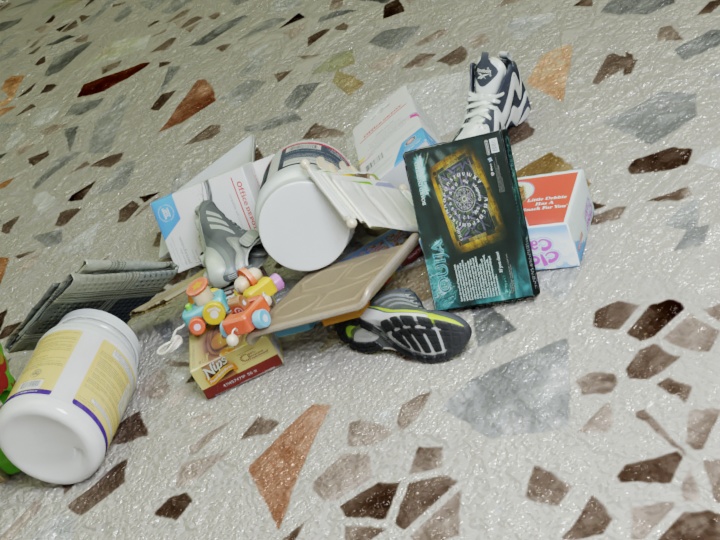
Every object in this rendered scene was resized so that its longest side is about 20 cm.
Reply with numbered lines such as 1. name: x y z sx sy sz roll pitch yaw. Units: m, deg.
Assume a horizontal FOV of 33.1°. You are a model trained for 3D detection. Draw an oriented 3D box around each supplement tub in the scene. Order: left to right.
1. supplement tub: -0.376 0.161 1.589 0.144 0.146 0.201 -14 33 22
2. supplement tub: -0.074 -0.091 1.676 0.139 0.142 0.200 -23 19 8

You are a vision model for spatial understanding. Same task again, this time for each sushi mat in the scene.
1. sushi mat: -0.240 0.015 1.750 0.095 0.012 0.199 -18 11 43

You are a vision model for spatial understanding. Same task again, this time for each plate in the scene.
1. plate: -0.240 -0.115 1.973 0.199 0.032 0.201 -35 29 16

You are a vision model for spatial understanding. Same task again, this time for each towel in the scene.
1. towel: -0.379 0.047 1.699 0.192 0.035 0.199 -41 -20 31

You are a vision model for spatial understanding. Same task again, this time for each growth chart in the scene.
1. growth chart: 0.020 -0.092 1.594 0.018 0.198 0.145 -54 49 26

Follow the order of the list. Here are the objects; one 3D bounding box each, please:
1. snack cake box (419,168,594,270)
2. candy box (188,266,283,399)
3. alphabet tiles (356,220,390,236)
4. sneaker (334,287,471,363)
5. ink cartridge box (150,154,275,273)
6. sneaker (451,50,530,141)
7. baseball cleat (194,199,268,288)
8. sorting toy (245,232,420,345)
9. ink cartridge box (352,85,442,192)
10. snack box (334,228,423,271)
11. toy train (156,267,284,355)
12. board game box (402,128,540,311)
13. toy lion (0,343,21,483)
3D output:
1. snack cake box: 0.186 -0.058 1.534 0.198 0.068 0.115 -6 35 27
2. candy box: -0.171 0.075 1.640 0.114 0.056 0.201 -25 30 6
3. alphabet tiles: 0.070 -0.122 1.782 0.200 0.015 0.195 -42 34 -22
4. sneaker: 0.057 0.056 1.475 0.198 0.074 0.081 8 42 42
5. ink cartridge box: -0.202 -0.088 1.836 0.198 0.117 0.068 -21 7 13
6. sneaker: 0.176 -0.244 1.750 0.079 0.131 0.199 17 46 40
7. baseball cleat: -0.182 -0.042 1.722 0.105 0.070 0.201 -15 38 -1
8. sorting toy: -0.030 0.029 1.525 0.198 0.037 0.185 -21 15 31
9. ink cartridge box: 0.057 -0.177 1.766 0.115 0.068 0.201 -39 28 16
10. snack box: 0.000 0.000 1.647 0.199 0.024 0.072 -32 30 -6
11. toy train: -0.180 0.045 1.544 0.198 0.056 0.150 -15 22 39
12. board game box: 0.133 -0.059 1.470 0.134 0.203 0.028 -9 4 27
13. toy lion: -0.503 0.155 1.610 0.068 0.201 0.193 -21 48 12
